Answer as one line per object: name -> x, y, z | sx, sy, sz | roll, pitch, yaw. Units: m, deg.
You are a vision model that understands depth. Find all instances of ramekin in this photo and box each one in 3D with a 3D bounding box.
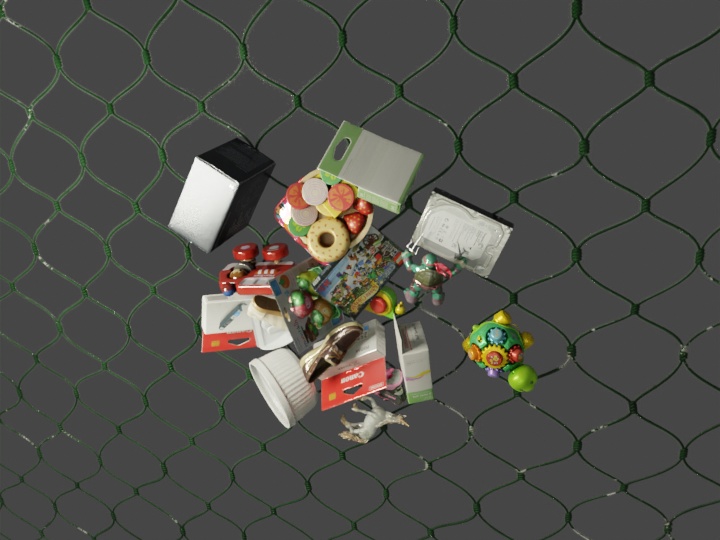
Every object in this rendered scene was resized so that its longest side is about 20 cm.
ramekin -> -0.196, 0.299, 1.752 | 0.200, 0.105, 0.201 | 48, 156, 29

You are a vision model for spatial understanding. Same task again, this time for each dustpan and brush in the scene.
dustpan and brush -> -0.174, 0.131, 1.722 | 0.199, 0.057, 0.140 | -17, 122, -16

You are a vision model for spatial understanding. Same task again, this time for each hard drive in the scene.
hard drive -> 0.229, -0.085, 1.526 | 0.199, 0.038, 0.140 | 26, 119, 4

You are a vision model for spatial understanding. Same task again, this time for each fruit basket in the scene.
fruit basket -> -0.117, 0.073, 1.589 | 0.093, 0.200, 0.186 | -17, 99, 32

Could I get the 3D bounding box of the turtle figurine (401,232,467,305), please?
turtle figurine -> 0.156, 0.003, 1.528 | 0.149, 0.101, 0.201 | 20, 143, 12

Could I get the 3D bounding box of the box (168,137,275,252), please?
box -> -0.321, -0.179, 1.569 | 0.124, 0.197, 0.200 | 32, 118, 2

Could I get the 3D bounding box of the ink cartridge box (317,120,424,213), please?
ink cartridge box -> 0.024, -0.228, 1.469 | 0.199, 0.146, 0.048 | 23, 156, 7

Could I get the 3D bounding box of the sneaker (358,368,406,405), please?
sneaker -> 0.042, 0.291, 1.699 | 0.200, 0.079, 0.096 | 10, 133, 53

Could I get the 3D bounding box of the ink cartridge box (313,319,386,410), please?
ink cartridge box -> -0.029, 0.234, 1.669 | 0.199, 0.177, 0.045 | -25, 135, 26

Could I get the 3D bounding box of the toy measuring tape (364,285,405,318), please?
toy measuring tape -> 0.020, 0.059, 1.645 | 0.199, 0.074, 0.074 | 20, 118, 20

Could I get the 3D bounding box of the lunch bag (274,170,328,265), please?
lunch bag -> -0.085, -0.131, 1.585 | 0.200, 0.082, 0.176 | 45, 114, -4

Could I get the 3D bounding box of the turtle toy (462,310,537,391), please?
turtle toy -> 0.338, 0.201, 1.582 | 0.200, 0.101, 0.146 | 42, 119, -4

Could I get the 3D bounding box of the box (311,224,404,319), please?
box -> 0.000, 0.000, 1.564 | 0.136, 0.038, 0.200 | 37, 97, -31

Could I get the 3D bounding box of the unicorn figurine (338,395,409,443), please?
unicorn figurine -> 0.032, 0.398, 1.794 | 0.137, 0.074, 0.200 | 30, 134, -8

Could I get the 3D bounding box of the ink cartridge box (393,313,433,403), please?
ink cartridge box -> 0.128, 0.206, 1.617 | 0.067, 0.117, 0.201 | -10, 123, -1

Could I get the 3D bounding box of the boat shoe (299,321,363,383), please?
boat shoe -> -0.065, 0.204, 1.628 | 0.200, 0.072, 0.072 | -38, 135, 18

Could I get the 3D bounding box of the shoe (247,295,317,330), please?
shoe -> -0.185, 0.112, 1.658 | 0.199, 0.070, 0.053 | 19, 121, -25

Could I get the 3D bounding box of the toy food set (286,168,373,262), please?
toy food set -> -0.070, -0.136, 1.499 | 0.200, 0.049, 0.198 | -43, 85, 9

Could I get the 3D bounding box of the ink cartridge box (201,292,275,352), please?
ink cartridge box -> -0.307, 0.140, 1.731 | 0.199, 0.045, 0.177 | -5, 120, -23

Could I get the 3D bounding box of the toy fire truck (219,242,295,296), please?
toy fire truck -> -0.261, 0.013, 1.652 | 0.199, 0.168, 0.113 | 0, 113, 18
